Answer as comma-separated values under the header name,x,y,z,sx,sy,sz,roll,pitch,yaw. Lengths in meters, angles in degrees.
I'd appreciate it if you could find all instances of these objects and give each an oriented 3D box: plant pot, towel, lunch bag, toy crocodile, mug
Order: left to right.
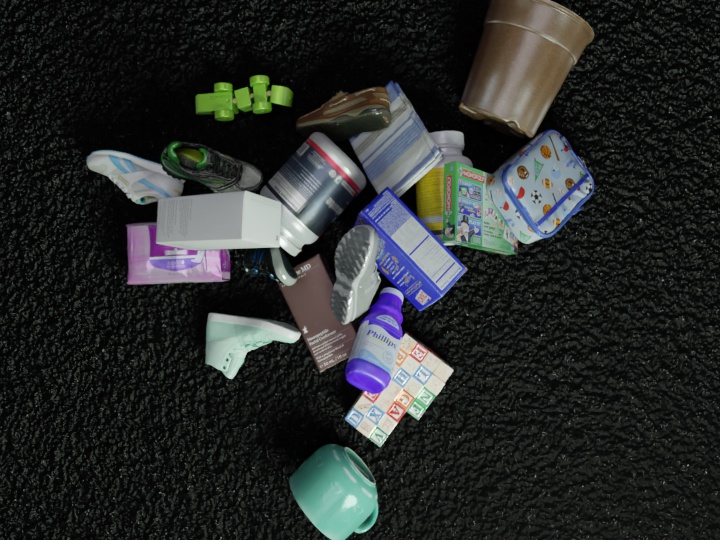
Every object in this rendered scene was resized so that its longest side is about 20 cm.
name,x,y,z,sx,sy,sz,roll,pitch,yaw
toy crocodile,-0.230,-0.333,1.207,0.196,0.062,0.069,-7,90,9
mug,-0.035,0.404,1.152,0.114,0.185,0.152,-44,63,0
towel,0.058,-0.237,1.145,0.147,0.024,0.202,-40,61,24
plant pot,0.283,-0.357,1.107,0.198,0.200,0.201,23,99,4
lunch bag,0.332,-0.151,1.115,0.199,0.075,0.161,-39,94,-26

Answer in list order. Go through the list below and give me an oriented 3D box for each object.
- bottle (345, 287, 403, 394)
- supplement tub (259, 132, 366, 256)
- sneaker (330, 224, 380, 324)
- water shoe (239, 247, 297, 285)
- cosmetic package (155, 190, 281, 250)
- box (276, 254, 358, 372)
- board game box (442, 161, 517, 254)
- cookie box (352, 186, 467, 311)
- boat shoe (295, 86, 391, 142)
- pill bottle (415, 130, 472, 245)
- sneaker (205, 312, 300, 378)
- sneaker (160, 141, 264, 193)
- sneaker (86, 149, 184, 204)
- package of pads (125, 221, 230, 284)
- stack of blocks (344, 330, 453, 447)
name,x,y,z,sx,sy,sz,roll,pitch,yaw
bottle,0.035,0.122,1.129,0.083,0.065,0.202,28,52,-9
supplement tub,-0.099,-0.142,1.151,0.140,0.140,0.200,44,93,3
sneaker,0.000,0.000,1.091,0.075,0.081,0.202,45,136,32
water shoe,-0.173,-0.009,1.137,0.078,0.200,0.072,-34,117,-4
cosmetic package,-0.247,-0.082,1.073,0.197,0.107,0.086,-2,84,27
box,-0.074,0.080,1.183,0.099,0.075,0.202,-27,86,4
board game box,0.220,-0.107,1.108,0.029,0.198,0.137,-5,81,45
cookie box,0.079,-0.032,1.117,0.075,0.171,0.200,-43,87,-14
boat shoe,-0.029,-0.298,1.167,0.197,0.075,0.075,-4,72,27
pill bottle,0.157,-0.150,1.147,0.109,0.111,0.204,-4,90,4
sneaker,-0.209,0.151,1.182,0.197,0.074,0.120,5,84,21
sneaker,-0.279,-0.191,1.174,0.197,0.085,0.079,11,81,-21
sneaker,-0.447,-0.179,1.207,0.197,0.077,0.082,16,83,4
package of pads,-0.356,-0.036,1.202,0.196,0.076,0.123,-3,89,4
stack of blocks,0.074,0.232,1.177,0.115,0.059,0.201,36,92,3
